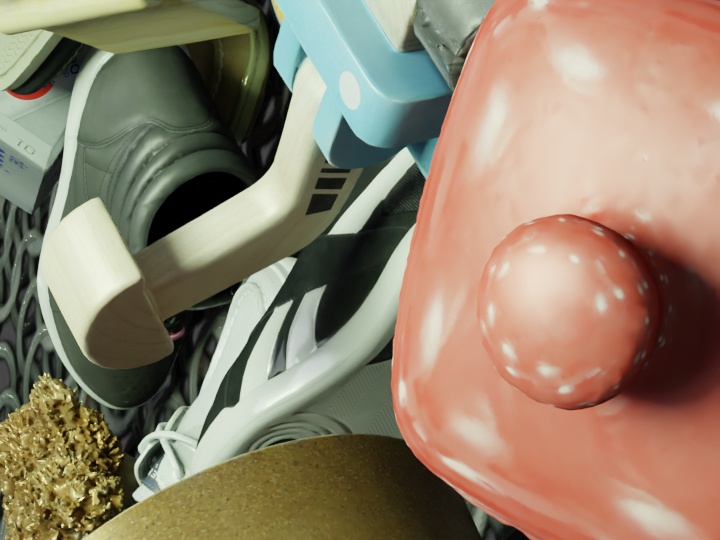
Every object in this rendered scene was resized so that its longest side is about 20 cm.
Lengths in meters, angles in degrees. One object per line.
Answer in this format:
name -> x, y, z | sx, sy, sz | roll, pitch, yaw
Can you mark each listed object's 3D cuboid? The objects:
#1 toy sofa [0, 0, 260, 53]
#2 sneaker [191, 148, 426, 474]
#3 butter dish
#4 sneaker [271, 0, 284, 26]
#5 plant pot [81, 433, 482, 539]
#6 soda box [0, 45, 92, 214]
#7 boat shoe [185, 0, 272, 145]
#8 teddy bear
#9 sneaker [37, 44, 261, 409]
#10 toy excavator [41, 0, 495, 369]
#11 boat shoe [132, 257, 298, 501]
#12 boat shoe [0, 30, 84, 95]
toy sofa -> -0.089, -0.186, 0.881 | 0.083, 0.098, 0.200 | -3, 77, 40
sneaker -> 0.000, 0.000, 0.880 | 0.200, 0.073, 0.112 | -46, 41, 38
butter dish -> 0.082, 0.004, 0.577 | 0.199, 0.148, 0.200 | 24, 108, 33
sneaker -> 0.005, -0.157, 0.904 | 0.088, 0.075, 0.200 | 105, 173, -68
plant pot -> -0.002, 0.185, 0.744 | 0.200, 0.186, 0.187 | 56, 134, 33
soda box -> -0.161, -0.078, 1.119 | 0.063, 0.068, 0.200 | -56, 6, -9
boat shoe -> -0.099, -0.117, 1.094 | 0.201, 0.063, 0.073 | 55, 131, 50
teddy bear -> -0.120, 0.136, 1.059 | 0.200, 0.067, 0.145 | -112, 10, -67
sneaker -> -0.089, 0.004, 1.021 | 0.099, 0.071, 0.200 | -123, 32, -44
toy excavator -> 0.005, -0.054, 0.760 | 0.100, 0.194, 0.200 | 59, 149, 28
boat shoe -> -0.058, 0.092, 0.963 | 0.072, 0.068, 0.200 | 28, 108, 62
boat shoe -> -0.087, -0.149, 0.980 | 0.200, 0.068, 0.072 | -53, 46, 14
